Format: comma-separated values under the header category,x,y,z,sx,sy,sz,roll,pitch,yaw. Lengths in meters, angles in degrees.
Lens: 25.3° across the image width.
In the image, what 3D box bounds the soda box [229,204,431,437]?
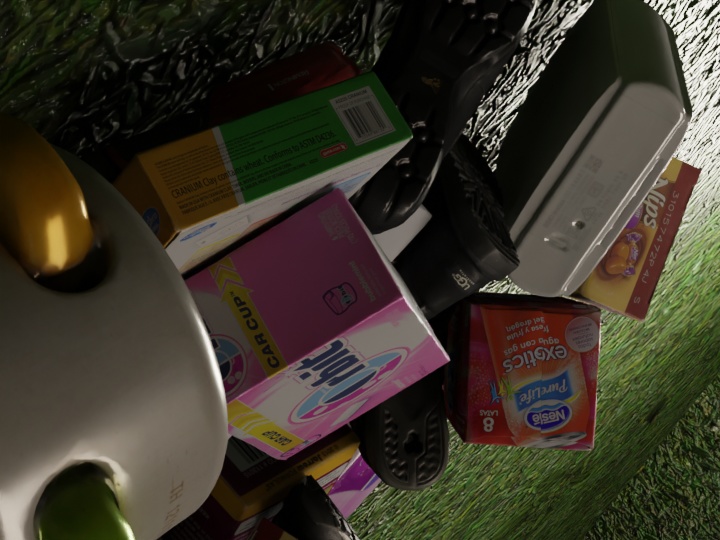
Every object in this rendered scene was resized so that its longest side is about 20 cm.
category,x,y,z,sx,sy,sz,roll,pitch,yaw
soda box,-0.052,0.011,0.978,0.200,0.068,0.064,-48,154,8

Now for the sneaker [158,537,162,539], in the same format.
category,x,y,z,sx,sy,sz,roll,pitch,yaw
sneaker,-0.165,0.134,1.015,0.075,0.089,0.201,-17,127,-16

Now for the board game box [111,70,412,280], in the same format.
category,x,y,z,sx,sy,sz,roll,pitch,yaw
board game box,-0.084,-0.015,0.807,0.153,0.040,0.200,-25,170,-41

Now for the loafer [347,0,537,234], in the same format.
category,x,y,z,sx,sy,sz,roll,pitch,yaw
loafer,0.037,-0.109,0.888,0.201,0.068,0.070,-62,-169,-18

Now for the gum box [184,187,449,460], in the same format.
category,x,y,z,sx,sy,sz,roll,pitch,yaw
gum box,-0.026,0.036,0.850,0.113,0.066,0.200,-31,164,2

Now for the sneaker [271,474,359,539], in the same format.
category,x,y,z,sx,sy,sz,roll,pitch,yaw
sneaker,-0.047,0.211,1.104,0.087,0.076,0.200,-32,158,-17

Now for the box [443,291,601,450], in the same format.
category,x,y,z,sx,sy,sz,roll,pitch,yaw
box,0.114,0.069,1.183,0.200,0.095,0.101,-125,-142,-88

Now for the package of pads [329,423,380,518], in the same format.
category,x,y,z,sx,sy,sz,roll,pitch,yaw
package of pads,-0.001,0.128,1.348,0.200,0.076,0.120,-50,162,14

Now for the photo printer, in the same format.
category,x,y,z,sx,sy,sz,roll,pitch,yaw
photo printer,0.154,-0.095,1.095,0.167,0.069,0.200,-58,-170,28

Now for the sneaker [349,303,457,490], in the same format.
category,x,y,z,sx,sy,sz,roll,pitch,yaw
sneaker,0.026,0.057,1.172,0.076,0.201,0.114,1,175,-13

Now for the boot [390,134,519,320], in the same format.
category,x,y,z,sx,sy,sz,roll,pitch,yaw
boot,0.000,0.000,1.055,0.200,0.066,0.165,-37,-153,18

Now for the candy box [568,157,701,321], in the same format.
category,x,y,z,sx,sy,sz,roll,pitch,yaw
candy box,0.175,-0.036,1.208,0.200,0.056,0.117,-158,-90,-76

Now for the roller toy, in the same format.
category,x,y,z,sx,sy,sz,roll,pitch,yaw
roller toy,-0.149,0.043,0.667,0.139,0.201,0.182,-32,-167,-33

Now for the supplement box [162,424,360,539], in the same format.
category,x,y,z,sx,sy,sz,roll,pitch,yaw
supplement box,-0.108,0.172,1.163,0.131,0.103,0.201,-24,152,-49

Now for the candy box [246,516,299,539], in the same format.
category,x,y,z,sx,sy,sz,roll,pitch,yaw
candy box,-0.100,0.264,1.055,0.116,0.055,0.200,-56,179,-46

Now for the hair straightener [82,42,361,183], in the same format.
category,x,y,z,sx,sy,sz,roll,pitch,yaw
hair straightener,-0.085,-0.051,0.825,0.200,0.041,0.077,-33,159,-34
